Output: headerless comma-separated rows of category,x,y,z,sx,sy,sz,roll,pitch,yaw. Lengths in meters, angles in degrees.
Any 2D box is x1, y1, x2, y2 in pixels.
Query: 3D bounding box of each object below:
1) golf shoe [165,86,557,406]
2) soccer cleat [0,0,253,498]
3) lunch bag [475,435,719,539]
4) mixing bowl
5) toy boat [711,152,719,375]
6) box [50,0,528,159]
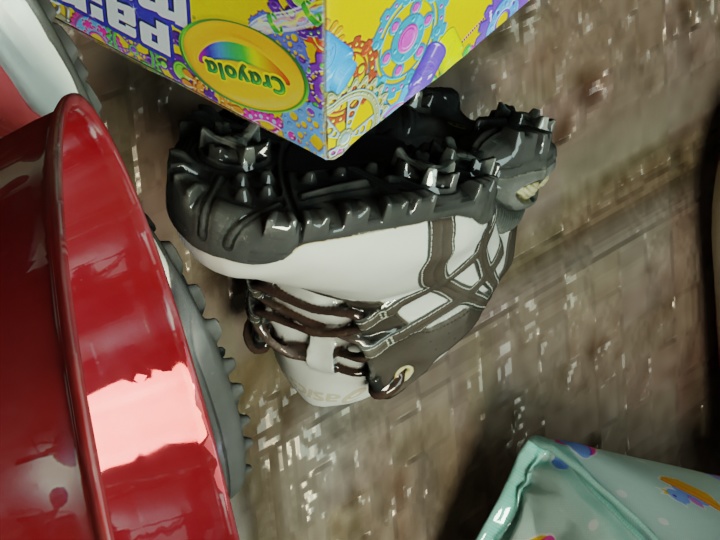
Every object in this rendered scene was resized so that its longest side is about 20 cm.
golf shoe,0.000,0.000,0.762,0.200,0.077,0.095,-11,122,-66
soccer cleat,-0.088,-0.002,0.700,0.073,0.068,0.201,-34,134,-11
lunch bag,0.138,0.152,0.883,0.170,0.200,0.122,16,109,-45
mixing bowl,-0.088,0.072,0.602,0.200,0.108,0.201,-14,90,-87
toy boat,0.198,-0.002,1.017,0.131,0.130,0.201,-68,155,-61
box,0.009,-0.171,0.672,0.200,0.122,0.193,-40,145,-36
